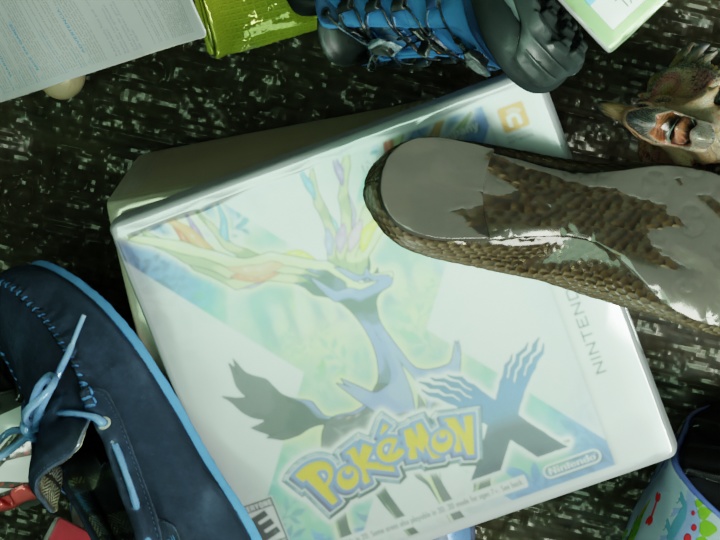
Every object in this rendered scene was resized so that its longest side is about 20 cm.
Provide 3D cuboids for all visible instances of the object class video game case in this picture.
[{"bbox_3d":[0.015,0.029,1.201,0.199,0.022,0.183,-20,102,9],"label":"video game case"}]

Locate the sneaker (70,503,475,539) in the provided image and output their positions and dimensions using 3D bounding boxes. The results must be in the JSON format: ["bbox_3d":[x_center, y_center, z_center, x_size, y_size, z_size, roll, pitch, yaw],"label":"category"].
[{"bbox_3d":[-0.045,0.125,1.315,0.199,0.082,0.074,5,102,2],"label":"sneaker"}]

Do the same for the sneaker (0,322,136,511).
[{"bbox_3d":[-0.193,0.075,1.291,0.200,0.071,0.098,-32,131,0],"label":"sneaker"}]

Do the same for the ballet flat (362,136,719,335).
[{"bbox_3d":[0.096,-0.014,1.156,0.199,0.046,0.068,11,75,-12],"label":"ballet flat"}]

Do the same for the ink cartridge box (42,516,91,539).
[{"bbox_3d":[-0.087,0.221,1.305,0.199,0.083,0.147,28,147,-2],"label":"ink cartridge box"}]

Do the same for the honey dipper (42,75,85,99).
[{"bbox_3d":[-0.106,-0.170,1.271,0.038,0.038,0.201,21,108,-1],"label":"honey dipper"}]

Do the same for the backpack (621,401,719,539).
[{"bbox_3d":[0.206,0.165,1.255,0.199,0.183,0.147,31,108,8],"label":"backpack"}]

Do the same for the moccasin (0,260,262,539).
[{"bbox_3d":[-0.115,0.076,1.206,0.200,0.068,0.081,49,146,27],"label":"moccasin"}]

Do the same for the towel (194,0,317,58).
[{"bbox_3d":[-0.051,-0.198,1.239,0.086,0.018,0.201,-15,114,-4],"label":"towel"}]

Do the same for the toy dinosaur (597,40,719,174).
[{"bbox_3d":[0.173,-0.033,1.246,0.135,0.086,0.200,13,149,10],"label":"toy dinosaur"}]

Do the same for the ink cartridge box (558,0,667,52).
[{"bbox_3d":[0.098,-0.157,1.221,0.059,0.104,0.200,-43,98,13],"label":"ink cartridge box"}]

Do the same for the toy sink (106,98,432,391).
[{"bbox_3d":[0.000,0.000,1.264,0.199,0.112,0.131,-11,104,8],"label":"toy sink"}]

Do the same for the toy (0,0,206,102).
[{"bbox_3d":[-0.134,-0.146,1.231,0.047,0.200,0.116,-33,103,-31],"label":"toy"}]

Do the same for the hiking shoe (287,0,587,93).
[{"bbox_3d":[0.028,-0.110,1.181,0.087,0.200,0.074,-45,123,2],"label":"hiking shoe"}]
